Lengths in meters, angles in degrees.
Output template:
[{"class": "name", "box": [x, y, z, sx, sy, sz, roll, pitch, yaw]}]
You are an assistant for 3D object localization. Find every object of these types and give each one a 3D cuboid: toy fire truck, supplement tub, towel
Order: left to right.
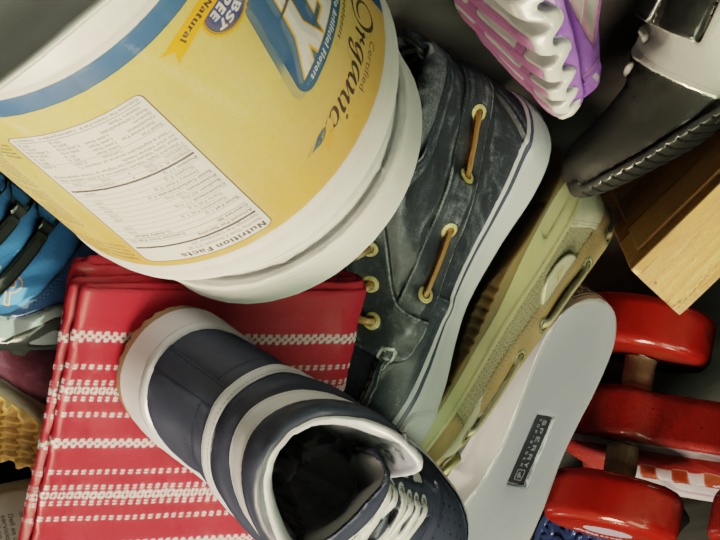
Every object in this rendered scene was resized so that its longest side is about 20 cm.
[{"class": "supplement tub", "box": [-0.074, -0.085, 0.902, 0.144, 0.145, 0.200, -39, 143, 5]}, {"class": "towel", "box": [-0.076, 0.091, 1.031, 0.144, 0.022, 0.201, 1, 110, -39]}, {"class": "toy fire truck", "box": [0.188, 0.089, 1.262, 0.168, 0.199, 0.113, 33, 66, -61]}]

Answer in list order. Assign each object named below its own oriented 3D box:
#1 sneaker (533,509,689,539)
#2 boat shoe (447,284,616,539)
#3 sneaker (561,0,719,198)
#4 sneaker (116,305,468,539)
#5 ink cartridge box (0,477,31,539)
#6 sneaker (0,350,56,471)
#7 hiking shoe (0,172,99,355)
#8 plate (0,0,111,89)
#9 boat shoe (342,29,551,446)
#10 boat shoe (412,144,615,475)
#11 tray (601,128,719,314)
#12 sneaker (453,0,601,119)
[{"class": "sneaker", "box": [0.115, 0.197, 1.413, 0.077, 0.070, 0.201, -6, 138, -35]}, {"class": "boat shoe", "box": [0.040, 0.085, 1.219, 0.074, 0.086, 0.203, 14, 104, -46]}, {"class": "sneaker", "box": [0.152, -0.115, 1.104, 0.200, 0.089, 0.074, -41, 174, 13]}, {"class": "sneaker", "box": [-0.001, 0.091, 1.000, 0.200, 0.108, 0.070, 38, 85, -42]}, {"class": "ink cartridge box", "box": [-0.086, 0.157, 1.142, 0.199, 0.148, 0.083, -9, 170, -30]}, {"class": "sneaker", "box": [-0.120, 0.035, 1.067, 0.199, 0.091, 0.075, 30, 153, -32]}, {"class": "hiking shoe", "box": [-0.143, -0.020, 0.977, 0.199, 0.075, 0.087, -4, 134, -34]}, {"class": "plate", "box": [-0.102, -0.182, 0.773, 0.199, 0.200, 0.032, -37, 180, 2]}, {"class": "boat shoe", "box": [0.000, 0.000, 1.085, 0.091, 0.071, 0.201, 31, 83, -44]}, {"class": "boat shoe", "box": [0.044, 0.040, 1.146, 0.063, 0.073, 0.201, 40, 75, -38]}, {"class": "tray", "box": [0.195, -0.077, 1.156, 0.037, 0.099, 0.200, 42, 103, -17]}, {"class": "sneaker", "box": [0.076, -0.143, 1.016, 0.088, 0.080, 0.201, -36, 143, -12]}]
